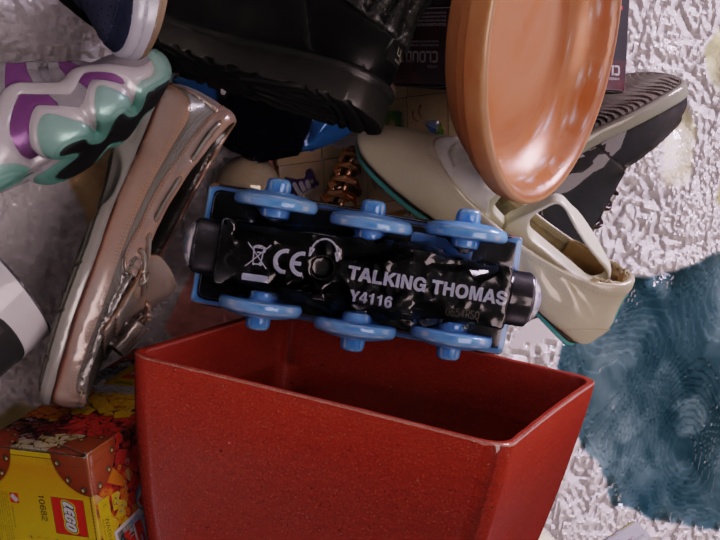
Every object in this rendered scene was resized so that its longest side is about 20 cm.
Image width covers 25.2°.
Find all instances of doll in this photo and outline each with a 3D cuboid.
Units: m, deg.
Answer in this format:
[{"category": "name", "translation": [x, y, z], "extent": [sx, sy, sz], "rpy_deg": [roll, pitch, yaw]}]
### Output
[{"category": "doll", "translation": [-0.043, -0.126, 0.957], "extent": [0.136, 0.048, 0.200], "rpy_deg": [15, 94, -13]}]

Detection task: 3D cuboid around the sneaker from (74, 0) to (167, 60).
[{"category": "sneaker", "translation": [-0.167, -0.188, 0.804], "extent": [0.108, 0.070, 0.200], "rpy_deg": [0, 56, -31]}]

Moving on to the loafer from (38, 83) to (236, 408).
[{"category": "loafer", "translation": [-0.122, -0.015, 0.890], "extent": [0.063, 0.072, 0.200], "rpy_deg": [17, 71, -8]}]

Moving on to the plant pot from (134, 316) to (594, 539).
[{"category": "plant pot", "translation": [-0.004, 0.136, 0.873], "extent": [0.200, 0.200, 0.177], "rpy_deg": [-14, 115, -69]}]

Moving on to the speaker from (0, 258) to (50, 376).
[{"category": "speaker", "translation": [-0.263, 0.068, 0.838], "extent": [0.200, 0.081, 0.081], "rpy_deg": [-42, 121, -20]}]

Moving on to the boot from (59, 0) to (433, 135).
[{"category": "boot", "translation": [-0.050, -0.177, 0.885], "extent": [0.211, 0.079, 0.158], "rpy_deg": [20, 82, 6]}]

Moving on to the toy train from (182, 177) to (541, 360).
[{"category": "toy train", "translation": [0.000, 0.000, 0.909], "extent": [0.200, 0.114, 0.087], "rpy_deg": [9, 92, -3]}]

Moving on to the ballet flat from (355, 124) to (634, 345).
[{"category": "ballet flat", "translation": [0.089, -0.036, 0.988], "extent": [0.200, 0.069, 0.070], "rpy_deg": [39, 77, -12]}]

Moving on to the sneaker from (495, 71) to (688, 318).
[{"category": "sneaker", "translation": [0.146, -0.052, 1.096], "extent": [0.200, 0.075, 0.106], "rpy_deg": [-31, 121, -15]}]

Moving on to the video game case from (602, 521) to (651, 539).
[{"category": "video game case", "translation": [0.087, 0.248, 1.043], "extent": [0.200, 0.023, 0.182], "rpy_deg": [-47, 163, 24]}]

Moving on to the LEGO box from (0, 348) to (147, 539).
[{"category": "LEGO box", "translation": [-0.128, 0.164, 0.918], "extent": [0.149, 0.077, 0.200], "rpy_deg": [-34, 122, -57]}]

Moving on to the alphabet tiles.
[{"category": "alphabet tiles", "translation": [0.030, -0.096, 1.047], "extent": [0.200, 0.006, 0.167], "rpy_deg": [-11, 106, -33]}]

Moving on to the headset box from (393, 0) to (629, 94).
[{"category": "headset box", "translation": [0.095, -0.193, 1.021], "extent": [0.148, 0.075, 0.200], "rpy_deg": [-3, 98, -34]}]

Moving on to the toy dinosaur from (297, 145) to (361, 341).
[{"category": "toy dinosaur", "translation": [0.003, 0.030, 1.010], "extent": [0.135, 0.102, 0.200], "rpy_deg": [-7, 126, -17]}]

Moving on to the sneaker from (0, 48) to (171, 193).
[{"category": "sneaker", "translation": [-0.207, -0.099, 0.826], "extent": [0.200, 0.078, 0.140], "rpy_deg": [-33, 85, -24]}]

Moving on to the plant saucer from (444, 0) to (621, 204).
[{"category": "plant saucer", "translation": [0.098, -0.139, 0.920], "extent": [0.200, 0.037, 0.201], "rpy_deg": [-35, 131, -54]}]
